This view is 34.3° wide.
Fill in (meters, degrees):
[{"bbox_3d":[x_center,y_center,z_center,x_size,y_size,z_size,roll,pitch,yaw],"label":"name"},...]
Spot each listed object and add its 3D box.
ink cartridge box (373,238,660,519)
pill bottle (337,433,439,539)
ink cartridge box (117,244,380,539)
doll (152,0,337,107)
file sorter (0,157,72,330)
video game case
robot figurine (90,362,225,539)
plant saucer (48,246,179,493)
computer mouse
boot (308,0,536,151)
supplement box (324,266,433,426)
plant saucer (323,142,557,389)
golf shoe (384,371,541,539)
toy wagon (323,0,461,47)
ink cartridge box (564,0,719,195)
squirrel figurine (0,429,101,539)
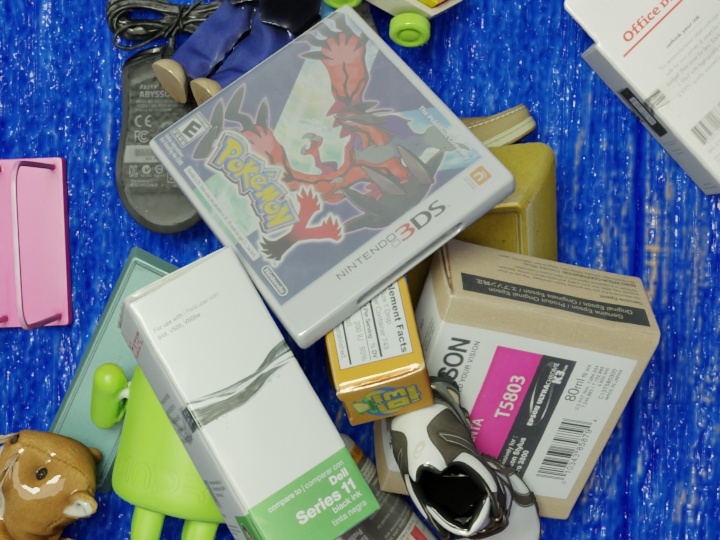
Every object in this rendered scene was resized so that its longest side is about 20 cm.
[{"bbox_3d":[0.112,0.088,0.890,0.162,0.076,0.202,10,126,-10],"label":"ink cartridge box"},{"bbox_3d":[0.008,0.240,0.933,0.116,0.116,0.200,-41,90,2],"label":"pill bottle"},{"bbox_3d":[-0.083,0.097,0.804,0.082,0.147,0.202,-30,89,-17],"label":"ink cartridge box"},{"bbox_3d":[-0.066,-0.203,0.906,0.136,0.049,0.201,29,69,26],"label":"doll"},{"bbox_3d":[-0.346,-0.019,0.929,0.197,0.125,0.141,-2,92,1],"label":"file sorter"},{"bbox_3d":[-0.024,-0.073,0.805,0.181,0.023,0.200,-36,62,-9],"label":"video game case"},{"bbox_3d":[-0.131,0.123,0.930,0.173,0.116,0.203,12,88,-8],"label":"robot figurine"},{"bbox_3d":[-0.204,0.085,0.983,0.069,0.019,0.202,25,91,0],"label":"plant saucer"},{"bbox_3d":[-0.148,-0.126,0.963,0.136,0.053,0.203,4,81,0],"label":"computer mouse"},{"bbox_3d":[0.031,-0.146,0.946,0.197,0.072,0.157,-17,89,2],"label":"boot"},{"bbox_3d":[0.000,0.000,0.813,0.068,0.067,0.202,-12,62,4],"label":"supplement box"},{"bbox_3d":[0.062,0.010,0.923,0.197,0.049,0.203,-6,114,1],"label":"plant saucer"},{"bbox_3d":[0.075,0.170,0.845,0.077,0.095,0.201,-27,123,17],"label":"golf shoe"},{"bbox_3d":[0.001,-0.270,0.895,0.198,0.039,0.157,21,61,-35],"label":"toy wagon"},{"bbox_3d":[0.263,-0.174,0.940,0.116,0.067,0.200,-42,91,2],"label":"ink cartridge box"},{"bbox_3d":[-0.270,0.226,0.939,0.186,0.142,0.201,-40,106,0],"label":"squirrel figurine"}]
